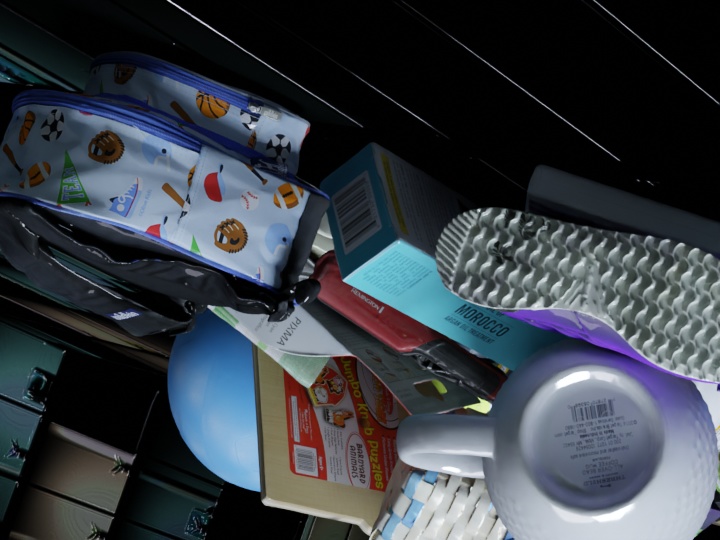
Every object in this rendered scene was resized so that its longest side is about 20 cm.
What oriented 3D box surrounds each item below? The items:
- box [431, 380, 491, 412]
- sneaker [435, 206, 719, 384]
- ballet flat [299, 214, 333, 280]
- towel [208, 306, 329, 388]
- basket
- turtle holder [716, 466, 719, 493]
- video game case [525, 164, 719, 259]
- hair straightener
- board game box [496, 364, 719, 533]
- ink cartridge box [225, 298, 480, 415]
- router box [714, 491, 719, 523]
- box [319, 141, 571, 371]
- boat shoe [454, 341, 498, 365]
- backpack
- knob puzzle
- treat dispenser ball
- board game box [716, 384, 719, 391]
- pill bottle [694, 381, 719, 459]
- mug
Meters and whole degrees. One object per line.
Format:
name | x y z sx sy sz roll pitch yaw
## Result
box | 0.113 0.135 1.780 0.198 0.123 0.048 3 -161 -4
sneaker | 0.146 0.012 1.177 0.198 0.070 0.099 20 179 12
ballet flat | 0.000 0.000 1.534 0.199 0.069 0.068 27 142 -28
towel | -0.106 0.012 1.616 0.199 0.023 0.153 38 -165 0
basket | 0.115 0.197 1.579 0.198 0.140 0.177 22 -154 2
turtle holder | 0.347 0.167 1.458 0.184 0.142 0.131 -26 -165 -30
video game case | 0.194 -0.004 1.234 0.198 0.023 0.182 19 171 7
hair straightener | 0.057 0.051 1.392 0.199 0.041 0.077 28 176 8
board game box | 0.202 0.138 1.627 0.166 0.057 0.200 53 -168 21
ink cartridge box | -0.012 0.055 1.577 0.200 0.047 0.160 44 -164 15
router box | 0.428 0.244 2.091 0.156 0.053 0.200 20 171 0
box | 0.062 -0.002 1.306 0.049 0.083 0.199 -35 138 26
boat shoe | 0.090 0.055 1.674 0.074 0.062 0.200 18 171 -3
backpack | -0.131 -0.051 1.250 0.189 0.156 0.199 15 168 -27
knob puzzle | -0.001 0.131 1.677 0.218 0.221 0.030 23 138 -19
treat dispenser ball | -0.075 0.098 1.832 0.199 0.203 0.201 19 171 3
board game box | 0.300 0.049 1.153 0.133 0.045 0.200 10 170 -8
pill bottle | 0.220 0.084 1.434 0.103 0.105 0.200 15 170 24
mug | 0.120 0.111 1.247 0.198 0.149 0.175 3 170 10
